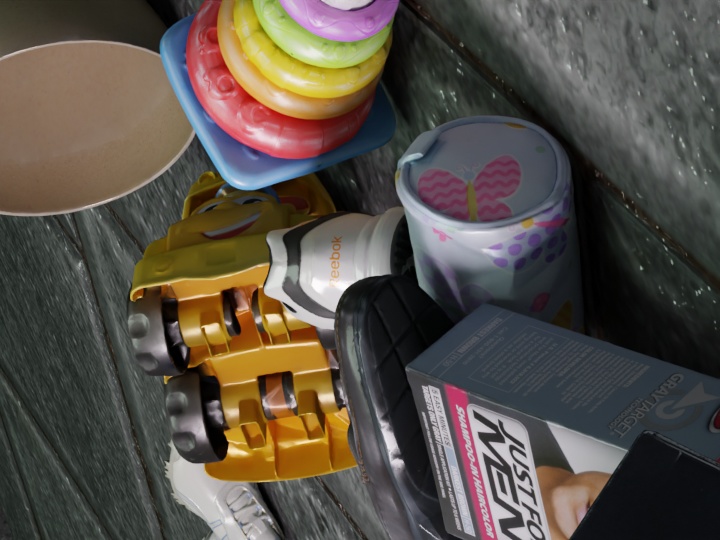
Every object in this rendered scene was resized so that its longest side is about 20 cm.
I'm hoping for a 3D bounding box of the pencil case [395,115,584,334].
[{"bbox_3d":[0.067,0.020,1.151,0.090,0.083,0.201,31,145,34],"label":"pencil case"}]

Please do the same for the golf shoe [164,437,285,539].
[{"bbox_3d":[-0.099,0.205,1.990,0.097,0.078,0.201,24,144,41],"label":"golf shoe"}]

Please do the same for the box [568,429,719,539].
[{"bbox_3d":[0.163,0.197,0.910,0.196,0.124,0.201,27,147,23],"label":"box"}]

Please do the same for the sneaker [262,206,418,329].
[{"bbox_3d":[0.000,0.000,1.247,0.200,0.079,0.074,41,-129,-76],"label":"sneaker"}]

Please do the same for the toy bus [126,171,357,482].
[{"bbox_3d":[-0.056,0.002,1.408,0.200,0.135,0.193,70,-165,-50],"label":"toy bus"}]

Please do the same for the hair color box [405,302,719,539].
[{"bbox_3d":[0.118,0.093,1.031,0.199,0.061,0.099,18,134,42],"label":"hair color box"}]

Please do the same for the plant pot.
[{"bbox_3d":[-0.225,-0.151,1.661,0.201,0.199,0.135,93,163,-58],"label":"plant pot"}]

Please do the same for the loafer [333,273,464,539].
[{"bbox_3d":[0.020,0.083,1.130,0.072,0.073,0.201,13,134,39],"label":"loafer"}]

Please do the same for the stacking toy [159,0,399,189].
[{"bbox_3d":[-0.019,-0.137,1.200,0.110,0.116,0.200,63,152,14],"label":"stacking toy"}]
